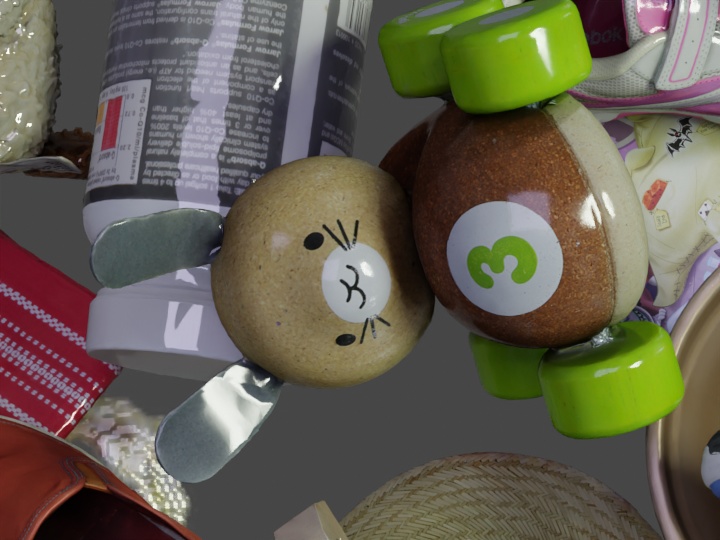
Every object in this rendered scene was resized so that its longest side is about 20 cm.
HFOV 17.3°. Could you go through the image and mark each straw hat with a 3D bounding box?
[{"bbox_3d":[0.045,0.170,0.994,0.201,0.085,0.201,-2,79,11],"label":"straw hat"}]

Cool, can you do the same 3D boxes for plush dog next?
[{"bbox_3d":[-0.186,-0.130,1.067,0.160,0.200,0.172,3,89,-22],"label":"plush dog"}]

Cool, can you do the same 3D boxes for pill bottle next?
[{"bbox_3d":[-0.060,-0.055,1.039,0.116,0.116,0.200,6,80,12],"label":"pill bottle"}]

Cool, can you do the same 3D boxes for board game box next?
[{"bbox_3d":[0.129,-0.055,1.051,0.120,0.032,0.200,19,84,18],"label":"board game box"}]

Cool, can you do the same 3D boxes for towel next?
[{"bbox_3d":[-0.207,0.063,1.061,0.145,0.022,0.200,32,69,17],"label":"towel"}]

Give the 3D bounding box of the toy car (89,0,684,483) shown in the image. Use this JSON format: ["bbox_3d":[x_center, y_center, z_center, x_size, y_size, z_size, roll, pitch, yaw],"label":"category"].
[{"bbox_3d":[0.000,0.000,0.931,0.200,0.158,0.165,-21,103,-13],"label":"toy car"}]

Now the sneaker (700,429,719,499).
[{"bbox_3d":[0.223,0.101,0.884,0.200,0.076,0.077,13,78,14],"label":"sneaker"}]

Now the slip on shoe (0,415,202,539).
[{"bbox_3d":[-0.126,0.106,0.983,0.200,0.061,0.074,28,69,29],"label":"slip on shoe"}]

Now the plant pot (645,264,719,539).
[{"bbox_3d":[0.220,0.074,0.976,0.200,0.093,0.201,-2,80,11],"label":"plant pot"}]

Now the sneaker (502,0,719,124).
[{"bbox_3d":[0.141,-0.101,0.997,0.200,0.088,0.082,-6,78,11],"label":"sneaker"}]

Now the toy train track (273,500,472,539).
[{"bbox_3d":[0.024,0.183,0.940,0.115,0.033,0.200,-37,80,21],"label":"toy train track"}]
